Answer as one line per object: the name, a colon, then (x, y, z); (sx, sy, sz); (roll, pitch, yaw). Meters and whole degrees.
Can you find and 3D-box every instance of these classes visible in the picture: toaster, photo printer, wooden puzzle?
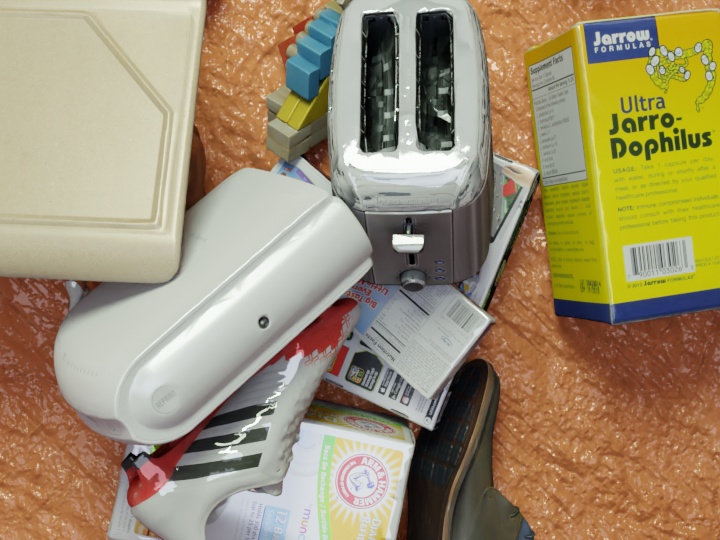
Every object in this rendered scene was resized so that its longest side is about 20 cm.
toaster: (0.035, -0.095, 0.779); (0.112, 0.129, 0.203); (1, 70, 4)
photo printer: (-0.106, 0.022, 0.751); (0.200, 0.166, 0.070); (-41, 115, -14)
wooden puzzle: (-0.193, -0.094, 0.737); (0.182, 0.037, 0.203); (2, 77, 4)

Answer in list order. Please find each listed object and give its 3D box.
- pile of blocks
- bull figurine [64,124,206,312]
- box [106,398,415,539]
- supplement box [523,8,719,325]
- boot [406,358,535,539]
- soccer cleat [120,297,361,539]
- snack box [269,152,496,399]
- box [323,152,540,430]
pile of blocks: (-0.024, -0.180, 0.845); (0.062, 0.082, 0.201); (32, 88, 27)
bull figurine: (-0.187, -0.036, 0.817); (0.198, 0.065, 0.123); (-26, 120, -28)
box: (-0.067, 0.148, 0.846); (0.197, 0.101, 0.114); (13, 93, -2)
supplement box: (0.194, -0.071, 0.832); (0.108, 0.109, 0.203); (-8, 93, -11)
boot: (0.087, 0.174, 0.880); (0.096, 0.074, 0.203); (22, 82, -27)
soccer cleat: (-0.064, 0.098, 0.762); (0.200, 0.068, 0.086); (-43, 100, -21)
snack box: (0.000, 0.000, 0.840); (0.200, 0.024, 0.072); (41, 99, 18)
box: (0.045, 0.002, 0.863); (0.109, 0.035, 0.202); (23, 92, 12)
